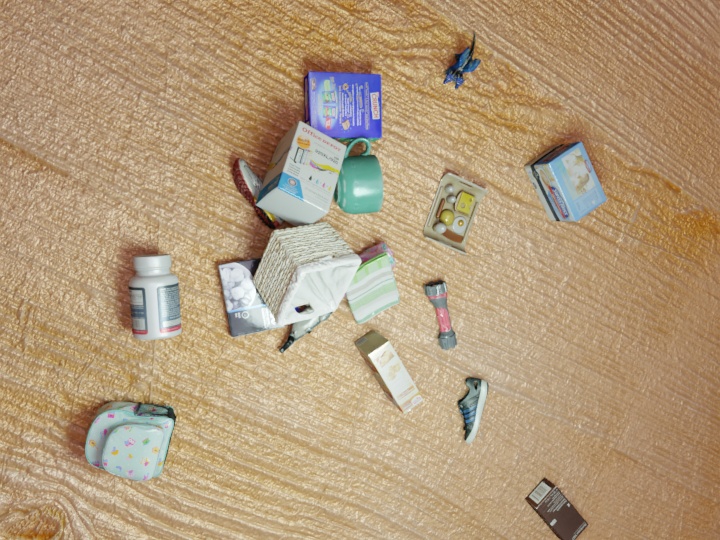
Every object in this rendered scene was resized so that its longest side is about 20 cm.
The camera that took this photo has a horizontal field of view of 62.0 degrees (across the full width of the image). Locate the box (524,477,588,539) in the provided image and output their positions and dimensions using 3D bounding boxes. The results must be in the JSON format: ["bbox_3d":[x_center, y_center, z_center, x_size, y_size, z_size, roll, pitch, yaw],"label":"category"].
[{"bbox_3d":[0.634,0.781,1.939,0.100,0.075,0.200,-44,107,-9],"label":"box"}]

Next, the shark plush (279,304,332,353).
[{"bbox_3d":[-0.138,0.155,1.637,0.091,0.083,0.201,29,79,21],"label":"shark plush"}]

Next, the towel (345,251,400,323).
[{"bbox_3d":[0.033,0.053,1.647,0.149,0.031,0.201,-30,139,-12],"label":"towel"}]

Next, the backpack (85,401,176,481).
[{"bbox_3d":[-0.578,0.421,1.495,0.199,0.153,0.177,15,96,-11],"label":"backpack"}]

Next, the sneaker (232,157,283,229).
[{"bbox_3d":[-0.262,-0.209,1.571,0.082,0.078,0.201,-43,109,-24],"label":"sneaker"}]

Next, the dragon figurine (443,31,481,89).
[{"bbox_3d":[0.294,-0.583,1.678,0.059,0.099,0.200,39,84,-17],"label":"dragon figurine"}]

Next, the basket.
[{"bbox_3d":[-0.139,0.003,1.510,0.197,0.161,0.201,-13,144,-41],"label":"basket"}]

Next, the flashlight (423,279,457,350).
[{"bbox_3d":[0.237,0.132,1.752,0.067,0.068,0.202,-15,99,-16],"label":"flashlight"}]

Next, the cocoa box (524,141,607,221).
[{"bbox_3d":[0.613,-0.262,1.792,0.133,0.131,0.201,-33,104,-11],"label":"cocoa box"}]

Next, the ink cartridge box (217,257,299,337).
[{"bbox_3d":[-0.265,0.063,1.606,0.199,0.043,0.200,-12,99,-17],"label":"ink cartridge box"}]

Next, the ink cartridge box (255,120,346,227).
[{"bbox_3d":[-0.149,-0.239,1.518,0.147,0.144,0.201,25,65,-24],"label":"ink cartridge box"}]

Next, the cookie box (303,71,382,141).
[{"bbox_3d":[-0.046,-0.434,1.603,0.198,0.075,0.173,-2,96,-16],"label":"cookie box"}]

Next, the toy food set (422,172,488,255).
[{"bbox_3d":[0.278,-0.163,1.738,0.143,0.060,0.201,20,90,-18],"label":"toy food set"}]

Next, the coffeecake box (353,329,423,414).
[{"bbox_3d":[0.077,0.279,1.674,0.073,0.153,0.201,-33,104,-10],"label":"coffeecake box"}]

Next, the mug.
[{"bbox_3d":[-0.016,-0.242,1.600,0.113,0.152,0.186,-7,69,-13],"label":"mug"}]

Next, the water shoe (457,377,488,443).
[{"bbox_3d":[0.331,0.422,1.823,0.078,0.071,0.202,14,93,10],"label":"water shoe"}]

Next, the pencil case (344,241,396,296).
[{"bbox_3d":[0.000,0.000,1.658,0.199,0.087,0.088,-29,103,-13],"label":"pencil case"}]

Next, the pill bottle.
[{"bbox_3d":[-0.511,0.062,1.491,0.119,0.120,0.202,-3,97,-16],"label":"pill bottle"}]
